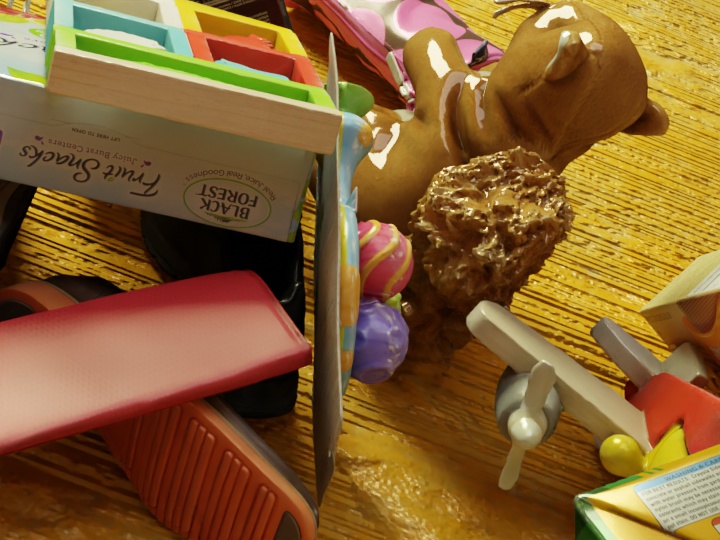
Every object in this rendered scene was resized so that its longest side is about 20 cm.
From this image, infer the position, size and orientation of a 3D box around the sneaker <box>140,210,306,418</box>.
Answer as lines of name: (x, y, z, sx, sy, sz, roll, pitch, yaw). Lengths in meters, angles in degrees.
sneaker: (-0.064, -0.017, 0.870, 0.075, 0.091, 0.200, 1, 40, -25)

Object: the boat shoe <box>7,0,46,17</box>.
boat shoe: (-0.175, -0.127, 0.970, 0.086, 0.075, 0.202, -13, 39, -19)

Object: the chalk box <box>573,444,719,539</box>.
chalk box: (0.165, 0.179, 0.650, 0.124, 0.201, 0.124, -17, 38, -16)

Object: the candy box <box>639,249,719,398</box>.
candy box: (0.225, 0.042, 0.859, 0.055, 0.200, 0.116, -41, 89, -8)

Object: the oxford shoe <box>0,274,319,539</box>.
oxford shoe: (-0.085, 0.061, 0.774, 0.200, 0.072, 0.073, 39, 36, 22)

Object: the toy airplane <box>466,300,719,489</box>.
toy airplane: (0.151, 0.103, 0.819, 0.200, 0.141, 0.199, 36, -2, 32)

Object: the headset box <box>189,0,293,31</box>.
headset box: (-0.089, -0.175, 0.991, 0.077, 0.201, 0.149, -17, 42, 2)

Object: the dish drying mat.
dish drying mat: (-0.125, 0.044, 0.715, 0.199, 0.018, 0.077, -15, 44, -23)

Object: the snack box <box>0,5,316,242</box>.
snack box: (-0.128, -0.078, 0.797, 0.199, 0.053, 0.142, 12, 19, -12)

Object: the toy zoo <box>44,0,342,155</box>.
toy zoo: (-0.088, -0.108, 0.799, 0.130, 0.021, 0.200, 12, 19, -14)

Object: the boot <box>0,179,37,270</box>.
boot: (-0.238, -0.046, 0.799, 0.150, 0.073, 0.200, 23, 26, -9)

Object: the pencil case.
pencil case: (0.015, -0.167, 1.118, 0.093, 0.091, 0.200, -19, 50, -35)

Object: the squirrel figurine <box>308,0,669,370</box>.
squirrel figurine: (0.074, -0.051, 0.892, 0.141, 0.186, 0.201, 40, 37, -36)

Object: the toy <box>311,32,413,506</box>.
toy: (0.000, 0.000, 0.795, 0.047, 0.115, 0.201, -2, 64, -7)
